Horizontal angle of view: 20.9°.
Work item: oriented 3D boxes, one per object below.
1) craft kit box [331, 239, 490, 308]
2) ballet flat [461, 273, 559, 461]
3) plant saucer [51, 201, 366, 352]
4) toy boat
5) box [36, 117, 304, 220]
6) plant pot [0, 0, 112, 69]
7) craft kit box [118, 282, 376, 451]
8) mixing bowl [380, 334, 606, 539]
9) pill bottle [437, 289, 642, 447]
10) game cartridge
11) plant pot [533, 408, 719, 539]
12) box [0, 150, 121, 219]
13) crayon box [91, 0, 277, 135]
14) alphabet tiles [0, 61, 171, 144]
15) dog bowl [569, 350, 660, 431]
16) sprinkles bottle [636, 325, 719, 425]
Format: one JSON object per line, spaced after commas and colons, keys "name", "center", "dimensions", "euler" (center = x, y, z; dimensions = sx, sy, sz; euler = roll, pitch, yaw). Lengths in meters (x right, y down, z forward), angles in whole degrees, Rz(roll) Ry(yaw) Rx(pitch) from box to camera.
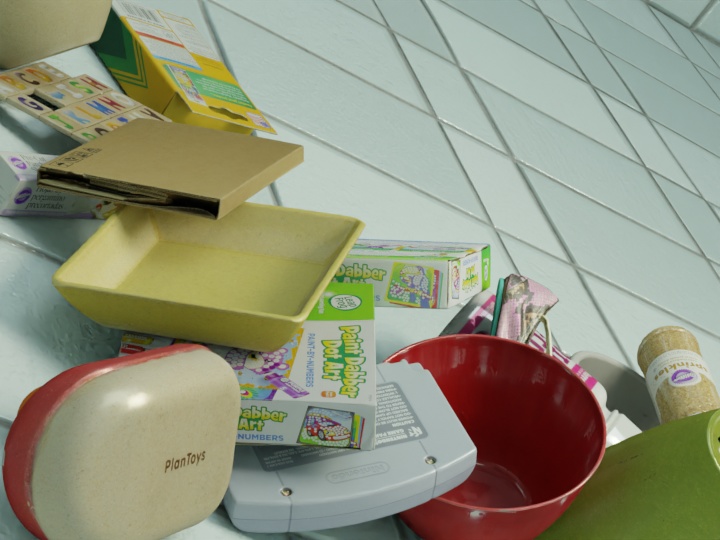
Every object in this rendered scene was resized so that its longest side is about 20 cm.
{"name": "craft kit box", "center": [0.000, 0.000, 1.696], "dimensions": [0.199, 0.049, 0.197], "euler": [2, 3, 15]}
{"name": "ballet flat", "center": [0.130, 0.101, 1.705], "dimensions": [0.071, 0.201, 0.069], "euler": [17, -17, 5]}
{"name": "plant saucer", "center": [-0.114, 0.004, 1.520], "dimensions": [0.199, 0.049, 0.200], "euler": [9, 25, 12]}
{"name": "toy boat", "center": [-0.178, 0.113, 1.321], "dimensions": [0.130, 0.131, 0.200], "euler": [13, 10, 25]}
{"name": "box", "center": [-0.155, -0.088, 1.641], "dimensions": [0.163, 0.021, 0.200], "euler": [11, 18, 15]}
{"name": "plant pot", "center": [-0.305, -0.263, 1.798], "dimensions": [0.200, 0.199, 0.135], "euler": [-38, 110, -68]}
{"name": "craft kit box", "center": [-0.086, 0.068, 1.496], "dimensions": [0.196, 0.049, 0.200], "euler": [4, 26, -3]}
{"name": "mixing bowl", "center": [0.094, 0.157, 1.585], "dimensions": [0.199, 0.109, 0.201], "euler": [3, 41, -3]}
{"name": "pill bottle", "center": [0.154, 0.121, 1.793], "dimensions": [0.200, 0.114, 0.113], "euler": [40, 21, 6]}
{"name": "game cartridge", "center": [-0.020, 0.135, 1.484], "dimensions": [0.199, 0.041, 0.134], "euler": [-10, 38, -20]}
{"name": "plant pot", "center": [0.264, 0.202, 1.606], "dimensions": [0.186, 0.200, 0.188], "euler": [18, 48, -21]}
{"name": "box", "center": [-0.242, -0.071, 1.666], "dimensions": [0.041, 0.039, 0.200], "euler": [45, 22, 26]}
{"name": "crayon box", "center": [-0.186, -0.193, 1.986], "dimensions": [0.125, 0.052, 0.200], "euler": [12, 32, -48]}
{"name": "alphabet tiles", "center": [-0.247, -0.147, 1.803], "dimensions": [0.167, 0.008, 0.200], "euler": [28, 16, 5]}
{"name": "dog bowl", "center": [0.266, 0.160, 1.968], "dimensions": [0.200, 0.059, 0.200], "euler": [33, 21, -14]}
{"name": "sprinkles bottle", "center": [0.326, 0.131, 1.946], "dimensions": [0.068, 0.068, 0.200], "euler": [30, 22, -18]}
